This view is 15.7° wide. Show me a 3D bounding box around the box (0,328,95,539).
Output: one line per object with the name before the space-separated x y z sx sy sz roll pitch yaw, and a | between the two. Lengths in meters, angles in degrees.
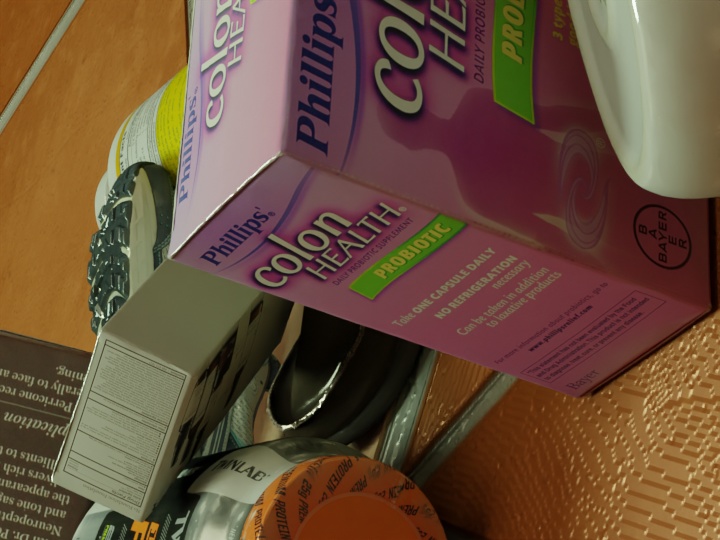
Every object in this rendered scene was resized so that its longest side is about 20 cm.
box | -0.219 0.132 1.445 0.164 0.165 0.201 75 -150 -82

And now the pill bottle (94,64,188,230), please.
pill bottle | -0.070 -0.062 1.403 0.200 0.104 0.105 -32 45 55

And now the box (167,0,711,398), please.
box | 0.036 -0.069 1.067 0.097 0.200 0.176 -40 38 49

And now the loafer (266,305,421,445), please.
loafer | 0.000 0.000 1.250 0.200 0.071 0.073 -60 27 24

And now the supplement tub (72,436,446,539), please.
supplement tub | -0.048 0.141 1.192 0.200 0.122 0.123 -20 55 60

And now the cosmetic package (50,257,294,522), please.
cosmetic package | -0.075 0.032 1.206 0.083 0.051 0.200 -67 -6 27

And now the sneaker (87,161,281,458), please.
sneaker | -0.088 0.042 1.351 0.078 0.086 0.201 154 110 -66

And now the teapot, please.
teapot | 0.151 -0.127 0.944 0.197 0.146 0.201 87 169 -77
